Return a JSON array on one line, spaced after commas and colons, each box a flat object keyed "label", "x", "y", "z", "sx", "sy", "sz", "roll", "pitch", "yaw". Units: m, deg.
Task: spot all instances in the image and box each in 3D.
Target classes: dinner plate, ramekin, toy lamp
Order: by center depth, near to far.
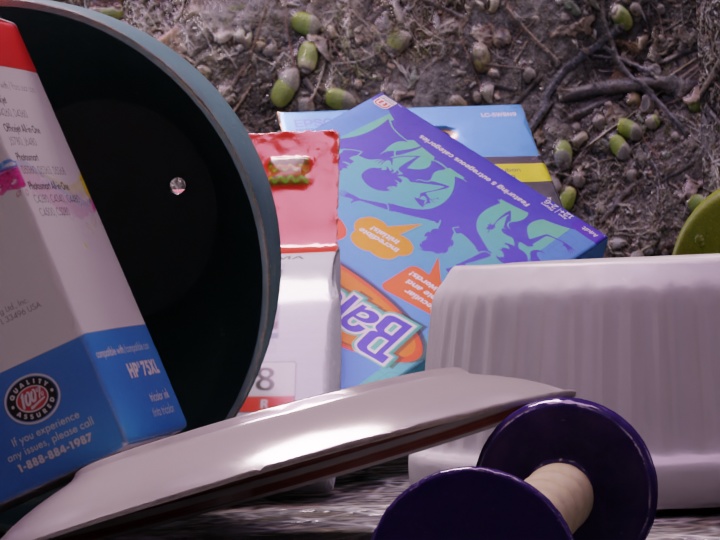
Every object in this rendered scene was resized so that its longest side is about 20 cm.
[{"label": "toy lamp", "x": 0.049, "y": 0.067, "z": 0.633, "sx": 0.058, "sy": 0.058, "sz": 0.200, "roll": -2, "pitch": 2, "yaw": 11}, {"label": "dinner plate", "x": -0.027, "y": 0.060, "z": 0.760, "sx": 0.200, "sy": 0.024, "sz": 0.200, "roll": -15, "pitch": -5, "yaw": -1}, {"label": "ramekin", "x": 0.117, "y": 0.041, "z": 0.946, "sx": 0.202, "sy": 0.094, "sz": 0.202, "roll": -2, "pitch": 1, "yaw": 0}]

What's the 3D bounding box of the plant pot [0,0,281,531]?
[{"label": "plant pot", "x": -0.117, "y": -0.012, "z": 0.911, "sx": 0.200, "sy": 0.201, "sz": 0.135, "roll": -2, "pitch": 11, "yaw": 12}]

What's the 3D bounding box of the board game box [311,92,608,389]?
[{"label": "board game box", "x": 0.000, "y": 0.000, "z": 1.112, "sx": 0.152, "sy": 0.045, "sz": 0.200, "roll": 34, "pitch": 44, "yaw": 25}]

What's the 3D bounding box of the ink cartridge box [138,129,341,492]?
[{"label": "ink cartridge box", "x": -0.088, "y": 0.006, "z": 1.019, "sx": 0.162, "sy": 0.200, "sz": 0.050, "roll": -2, "pitch": -34, "yaw": 4}]

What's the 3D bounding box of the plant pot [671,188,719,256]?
[{"label": "plant pot", "x": 0.255, "y": -0.001, "z": 1.121, "sx": 0.193, "sy": 0.201, "sz": 0.200, "roll": -19, "pitch": 12, "yaw": -42}]

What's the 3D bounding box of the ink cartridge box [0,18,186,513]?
[{"label": "ink cartridge box", "x": -0.157, "y": -0.012, "z": 0.805, "sx": 0.116, "sy": 0.200, "sz": 0.067, "roll": -24, "pitch": -5, "yaw": 14}]

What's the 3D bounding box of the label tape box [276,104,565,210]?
[{"label": "label tape box", "x": 0.039, "y": 0.001, "z": 1.207, "sx": 0.144, "sy": 0.063, "sz": 0.200, "roll": -2, "pitch": 43, "yaw": -14}]
